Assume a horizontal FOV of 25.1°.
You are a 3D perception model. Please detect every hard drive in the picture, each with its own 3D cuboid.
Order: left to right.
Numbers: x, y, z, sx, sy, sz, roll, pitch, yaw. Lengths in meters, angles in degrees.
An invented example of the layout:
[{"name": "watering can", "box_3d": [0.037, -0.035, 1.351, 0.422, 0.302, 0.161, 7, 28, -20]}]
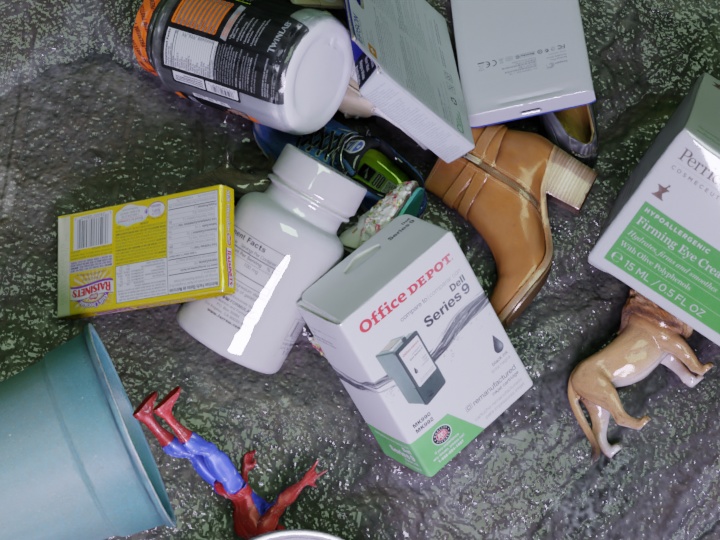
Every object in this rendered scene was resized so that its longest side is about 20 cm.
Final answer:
[{"name": "hard drive", "box_3d": [0.164, -0.246, 1.673, 0.132, 0.025, 0.200, -11, 58, 11]}]

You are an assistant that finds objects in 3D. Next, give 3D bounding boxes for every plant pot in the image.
[{"name": "plant pot", "box_3d": [-0.294, 0.177, 1.450, 0.196, 0.200, 0.200, -23, 78, -7]}]

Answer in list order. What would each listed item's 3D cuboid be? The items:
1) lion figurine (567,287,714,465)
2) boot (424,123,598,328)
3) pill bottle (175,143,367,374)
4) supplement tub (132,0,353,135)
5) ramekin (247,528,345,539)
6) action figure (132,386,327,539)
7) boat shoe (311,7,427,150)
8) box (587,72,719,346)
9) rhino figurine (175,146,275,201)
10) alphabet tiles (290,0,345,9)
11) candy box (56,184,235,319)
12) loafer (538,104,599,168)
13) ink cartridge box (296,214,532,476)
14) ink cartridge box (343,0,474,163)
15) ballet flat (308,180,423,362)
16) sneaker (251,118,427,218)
[{"name": "lion figurine", "box_3d": [0.268, 0.090, 1.617, 0.200, 0.072, 0.122, -39, 75, -13]}, {"name": "boot", "box_3d": [0.131, -0.053, 1.639, 0.155, 0.077, 0.200, 26, 86, 9]}, {"name": "pill bottle", "box_3d": [-0.081, -0.013, 1.537, 0.114, 0.114, 0.200, 30, 94, 1]}, {"name": "supplement tub", "box_3d": [-0.118, -0.215, 1.590, 0.200, 0.123, 0.123, 22, 69, 29]}, {"name": "ramekin", "box_3d": [-0.064, 0.335, 1.465, 0.200, 0.105, 0.200, 1, 81, -9]}, {"name": "action figure", "box_3d": [-0.114, 0.177, 1.524, 0.099, 0.065, 0.200, -47, 110, -33]}, {"name": "boat shoe", "box_3d": [0.001, -0.190, 1.663, 0.200, 0.075, 0.068, 44, 100, -2]}, {"name": "box", "box_3d": [0.360, -0.052, 1.577, 0.199, 0.171, 0.200, 34, 28, 2]}, {"name": "rhino figurine", "box_3d": [-0.156, -0.052, 1.596, 0.087, 0.060, 0.200, 34, 69, 27]}, {"name": "alphabet tiles", "box_3d": [-0.075, -0.343, 1.657, 0.167, 0.008, 0.200, -7, 57, -44]}, {"name": "candy box", "box_3d": [-0.205, -0.016, 1.530, 0.200, 0.026, 0.102, -8, 79, 30]}, {"name": "loafer", "box_3d": [0.206, -0.200, 1.691, 0.073, 0.072, 0.200, -19, 76, -12]}, {"name": "ink cartridge box", "box_3d": [0.053, 0.070, 1.529, 0.146, 0.084, 0.200, -40, 121, -17]}, {"name": "ink cartridge box", "box_3d": [0.027, -0.228, 1.590, 0.041, 0.200, 0.200, -31, 45, 24]}, {"name": "ballet flat", "box_3d": [0.000, 0.000, 1.575, 0.064, 0.076, 0.200, 21, 95, 15]}, {"name": "sneaker", "box_3d": [-0.017, -0.121, 1.625, 0.200, 0.089, 0.079, 28, 71, 3]}]
